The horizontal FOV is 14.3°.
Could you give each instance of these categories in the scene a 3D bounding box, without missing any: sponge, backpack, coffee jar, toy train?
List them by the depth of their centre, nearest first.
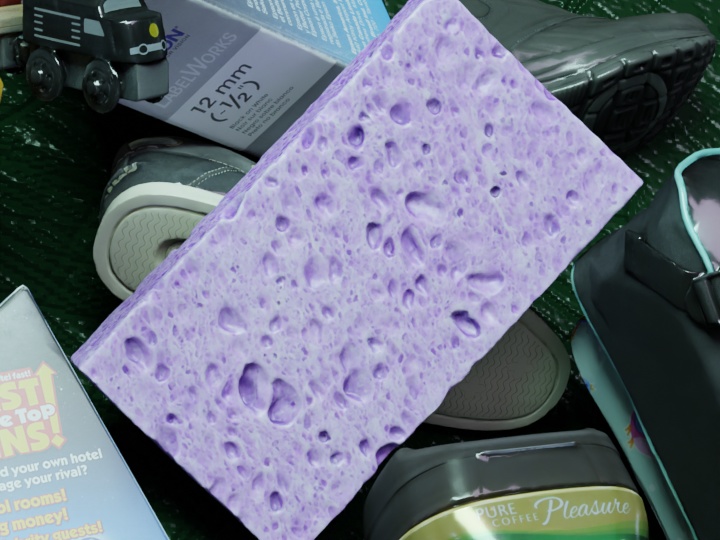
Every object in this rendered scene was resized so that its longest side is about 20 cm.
[{"bbox_3d":[-0.145,-0.093,1.028,0.200,0.046,0.034,14,20,38],"label":"toy train"},{"bbox_3d":[0.071,0.153,1.038,0.104,0.085,0.200,-4,58,-24],"label":"coffee jar"},{"bbox_3d":[0.000,0.000,1.073,0.112,0.030,0.200,45,82,-12],"label":"sponge"},{"bbox_3d":[0.194,0.034,1.102,0.200,0.153,0.176,-19,73,-28],"label":"backpack"}]

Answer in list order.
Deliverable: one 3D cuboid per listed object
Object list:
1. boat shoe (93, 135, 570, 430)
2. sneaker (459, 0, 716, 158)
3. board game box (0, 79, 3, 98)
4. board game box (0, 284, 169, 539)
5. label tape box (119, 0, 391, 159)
[{"bbox_3d":[-0.008,0.002,1.129,0.200,0.072,0.068,22,24,-14],"label":"boat shoe"},{"bbox_3d":[0.064,-0.090,1.224,0.200,0.076,0.091,-13,57,-32],"label":"sneaker"},{"bbox_3d":[-0.231,-0.006,0.973,0.199,0.040,0.153,-5,54,20],"label":"board game box"},{"bbox_3d":[-0.142,0.113,0.977,0.200,0.062,0.200,-10,66,-19],"label":"board game box"},{"bbox_3d":[-0.081,-0.129,1.117,0.200,0.066,0.143,18,39,-44],"label":"label tape box"}]
